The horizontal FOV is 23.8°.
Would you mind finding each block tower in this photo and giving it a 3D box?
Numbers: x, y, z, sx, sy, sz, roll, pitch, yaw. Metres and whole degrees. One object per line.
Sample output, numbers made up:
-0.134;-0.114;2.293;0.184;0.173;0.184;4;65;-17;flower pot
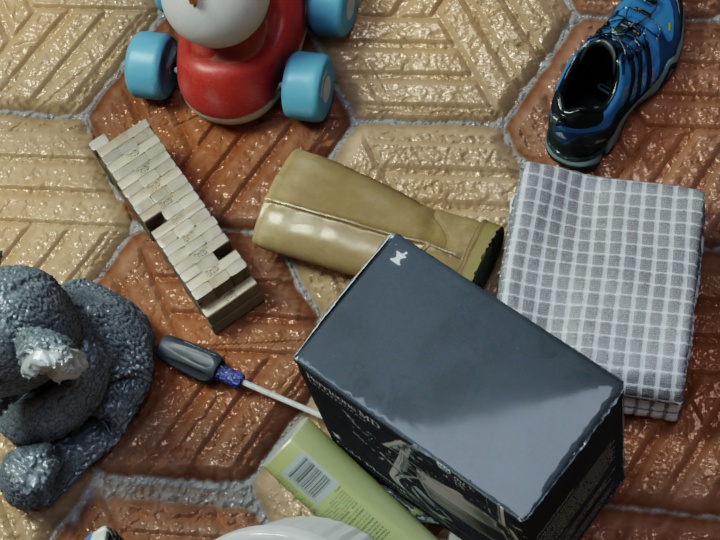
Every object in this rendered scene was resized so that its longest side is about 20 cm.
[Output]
-0.160;-0.043;1.478;0.058;0.054;0.200;-34;65;-9;block tower

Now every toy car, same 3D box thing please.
-0.116;-0.245;1.487;0.183;0.200;0.178;10;66;13;toy car

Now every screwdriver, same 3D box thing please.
-0.083;0.097;1.409;0.199;0.029;0.028;20;69;23;screwdriver

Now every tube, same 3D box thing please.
0.014;0.196;1.288;0.200;0.058;0.052;43;84;-1;tube

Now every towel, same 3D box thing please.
0.191;0.011;1.382;0.165;0.086;0.201;6;65;10;towel

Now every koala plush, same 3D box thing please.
-0.264;0.057;1.363;0.183;0.200;0.177;-37;64;-10;koala plush

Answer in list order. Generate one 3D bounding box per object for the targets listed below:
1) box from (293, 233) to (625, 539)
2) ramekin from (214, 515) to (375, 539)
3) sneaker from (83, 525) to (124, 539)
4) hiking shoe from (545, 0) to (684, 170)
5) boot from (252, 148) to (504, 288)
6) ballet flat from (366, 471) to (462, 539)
0.077;0.105;1.217;0.200;0.197;0.124;33;73;21;box
-0.041;0.273;1.244;0.201;0.094;0.204;3;101;19;ramekin
-0.214;0.297;1.307;0.089;0.079;0.201;-23;42;14;sneaker
0.225;-0.181;1.468;0.074;0.087;0.201;23;70;18;hiking shoe
0.000;0.000;1.432;0.199;0.066;0.176;20;59;17;boot
0.059;0.191;1.334;0.199;0.072;0.072;6;65;12;ballet flat
